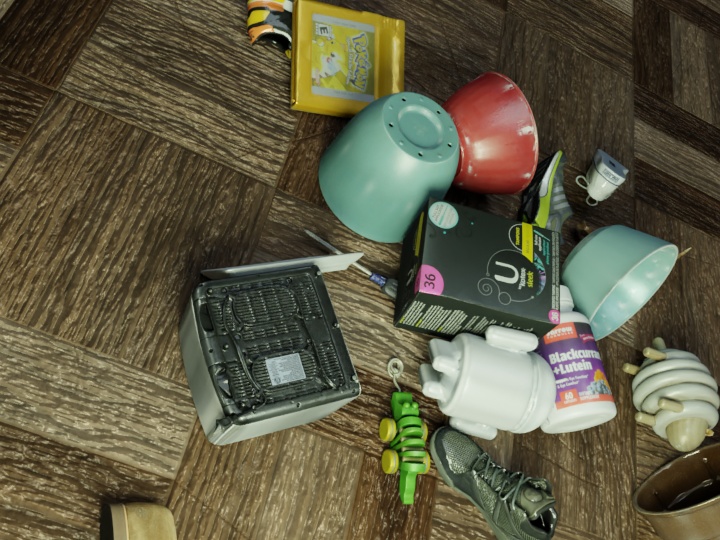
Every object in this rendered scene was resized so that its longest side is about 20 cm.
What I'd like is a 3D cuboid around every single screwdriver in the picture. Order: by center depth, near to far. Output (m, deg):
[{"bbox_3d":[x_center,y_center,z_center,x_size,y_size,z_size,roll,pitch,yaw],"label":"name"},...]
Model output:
[{"bbox_3d":[0.000,0.000,1.075,0.199,0.028,0.029,29,83,-7],"label":"screwdriver"}]

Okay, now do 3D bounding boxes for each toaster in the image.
[{"bbox_3d":[-0.122,0.104,0.898,0.198,0.119,0.182,-9,67,-30],"label":"toaster"}]

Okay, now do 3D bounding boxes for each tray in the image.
[{"bbox_3d":[-0.103,-0.002,0.984,0.198,0.107,0.022,-8,92,-30],"label":"tray"}]

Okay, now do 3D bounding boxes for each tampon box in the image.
[{"bbox_3d":[0.162,0.012,1.036,0.198,0.126,0.151,13,61,-9],"label":"tampon box"}]

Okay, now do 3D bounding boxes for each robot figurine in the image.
[{"bbox_3d":[0.180,0.154,1.006,0.198,0.171,0.113,17,24,-9],"label":"robot figurine"}]

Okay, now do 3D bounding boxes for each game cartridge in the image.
[{"bbox_3d":[-0.018,-0.340,1.208,0.198,0.032,0.178,2,87,-25],"label":"game cartridge"}]

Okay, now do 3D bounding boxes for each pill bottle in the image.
[{"bbox_3d":[0.297,0.129,1.096,0.110,0.111,0.202,2,63,-25],"label":"pill bottle"}]

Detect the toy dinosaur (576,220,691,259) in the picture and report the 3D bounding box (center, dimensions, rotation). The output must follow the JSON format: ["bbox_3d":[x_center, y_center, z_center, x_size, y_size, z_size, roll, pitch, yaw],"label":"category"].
[{"bbox_3d":[0.457,-0.025,1.259,0.199,0.106,0.061,24,79,34],"label":"toy dinosaur"}]

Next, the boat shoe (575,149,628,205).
[{"bbox_3d":[0.440,-0.162,1.355,0.074,0.086,0.202,37,24,2],"label":"boat shoe"}]

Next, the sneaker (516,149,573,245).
[{"bbox_3d":[0.330,-0.123,1.285,0.081,0.074,0.201,30,61,-16],"label":"sneaker"}]

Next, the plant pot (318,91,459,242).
[{"bbox_3d":[0.056,-0.170,1.112,0.199,0.161,0.202,12,58,-20],"label":"plant pot"}]

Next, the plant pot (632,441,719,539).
[{"bbox_3d":[0.522,0.374,1.034,0.199,0.200,0.199,-26,85,-34],"label":"plant pot"}]

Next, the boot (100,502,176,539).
[{"bbox_3d":[-0.219,0.338,0.756,0.075,0.074,0.202,7,58,-34],"label":"boot"}]

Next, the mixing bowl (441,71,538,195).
[{"bbox_3d":[0.178,-0.205,1.181,0.108,0.200,0.201,-18,72,-21],"label":"mixing bowl"}]

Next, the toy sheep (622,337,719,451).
[{"bbox_3d":[0.486,0.187,1.150,0.137,0.138,0.201,17,51,-17],"label":"toy sheep"}]

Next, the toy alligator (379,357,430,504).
[{"bbox_3d":[0.061,0.201,0.975,0.059,0.054,0.202,9,60,-22],"label":"toy alligator"}]

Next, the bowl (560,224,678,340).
[{"bbox_3d":[0.397,0.006,1.182,0.200,0.202,0.105,-19,53,-33],"label":"bowl"}]

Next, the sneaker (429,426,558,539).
[{"bbox_3d":[0.180,0.274,0.959,0.076,0.114,0.200,-33,79,-37],"label":"sneaker"}]

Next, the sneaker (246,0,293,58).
[{"bbox_3d":[-0.095,-0.389,1.227,0.198,0.070,0.091,7,80,-26],"label":"sneaker"}]
